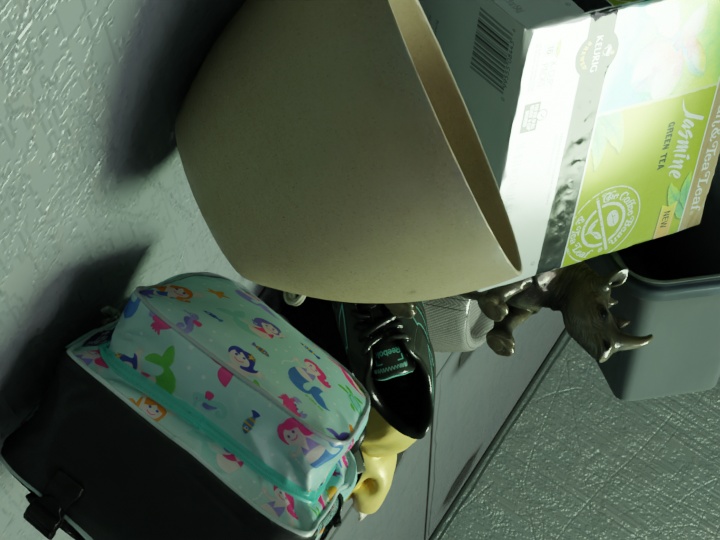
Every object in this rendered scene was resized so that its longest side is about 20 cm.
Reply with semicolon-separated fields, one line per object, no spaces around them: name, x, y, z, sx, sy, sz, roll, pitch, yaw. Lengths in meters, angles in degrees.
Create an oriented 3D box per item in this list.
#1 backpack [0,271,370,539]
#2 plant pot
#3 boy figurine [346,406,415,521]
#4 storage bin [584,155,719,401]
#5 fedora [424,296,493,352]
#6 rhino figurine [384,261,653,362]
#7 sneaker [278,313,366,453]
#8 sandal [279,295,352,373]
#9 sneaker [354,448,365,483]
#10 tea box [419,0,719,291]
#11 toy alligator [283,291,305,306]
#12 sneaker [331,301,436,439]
backpack;-0.084;0.092;1.164;0.151;0.177;0.200;-54;174;7
plant pot;-0.016;-0.064;1.087;0.133;0.202;0.200;-23;173;9
boy figurine;-0.021;0.140;1.694;0.200;0.124;0.064;-40;-176;38
storage bin;0.213;-0.010;1.533;0.144;0.201;0.135;-7;132;-16
fedora;0.069;0.001;1.680;0.200;0.089;0.179;-42;144;-77
rhino figurine;0.103;0.007;1.416;0.060;0.198;0.088;98;16;-51
sneaker;-0.050;0.088;1.447;0.075;0.115;0.200;-58;170;17
sandal;0.000;0.000;1.547;0.045;0.075;0.201;-12;131;-64
sneaker;-0.022;0.093;1.617;0.201;0.106;0.075;-61;169;10
tea box;0.130;-0.122;1.368;0.195;0.134;0.201;-17;134;-29
toy alligator;-0.037;-0.043;1.342;0.054;0.060;0.201;0;140;-24
sneaker;0.017;0.026;1.470;0.079;0.075;0.201;-106;177;-63
